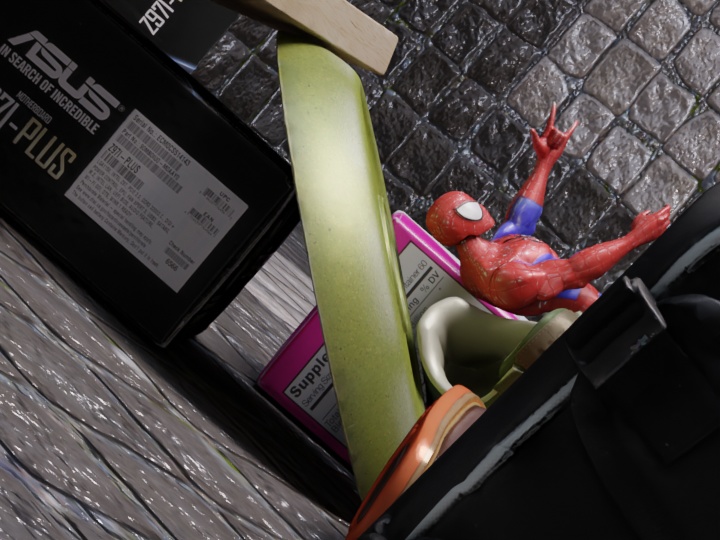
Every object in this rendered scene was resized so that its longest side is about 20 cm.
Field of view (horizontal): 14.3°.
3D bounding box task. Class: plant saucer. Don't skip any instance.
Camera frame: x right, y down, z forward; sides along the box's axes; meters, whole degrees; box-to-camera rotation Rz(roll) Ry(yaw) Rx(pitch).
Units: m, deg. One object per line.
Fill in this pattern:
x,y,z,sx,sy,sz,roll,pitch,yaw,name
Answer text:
0.000,0.000,1.154,0.200,0.031,0.202,-11,90,-87,plant saucer

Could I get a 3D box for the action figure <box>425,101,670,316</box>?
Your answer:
0.121,0.004,1.249,0.199,0.099,0.065,31,-3,-20,action figure

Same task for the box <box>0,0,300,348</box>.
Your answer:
-0.120,-0.066,1.194,0.200,0.086,0.164,41,2,2,box

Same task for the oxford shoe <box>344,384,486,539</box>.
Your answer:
0.049,0.092,1.058,0.072,0.071,0.200,36,5,15,oxford shoe

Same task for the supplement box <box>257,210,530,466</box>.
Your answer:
0.060,0.074,1.311,0.200,0.103,0.101,42,3,0,supplement box

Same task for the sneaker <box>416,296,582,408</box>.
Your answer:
0.090,0.061,1.157,0.200,0.067,0.090,14,-47,52,sneaker

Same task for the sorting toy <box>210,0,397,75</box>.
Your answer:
-0.086,-0.162,1.160,0.198,0.070,0.200,25,1,16,sorting toy

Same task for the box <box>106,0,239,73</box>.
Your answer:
-0.139,-0.183,1.844,0.086,0.164,0.200,40,4,-16,box

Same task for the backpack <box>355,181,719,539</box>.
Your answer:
0.098,0.100,0.613,0.200,0.178,0.151,45,8,4,backpack
